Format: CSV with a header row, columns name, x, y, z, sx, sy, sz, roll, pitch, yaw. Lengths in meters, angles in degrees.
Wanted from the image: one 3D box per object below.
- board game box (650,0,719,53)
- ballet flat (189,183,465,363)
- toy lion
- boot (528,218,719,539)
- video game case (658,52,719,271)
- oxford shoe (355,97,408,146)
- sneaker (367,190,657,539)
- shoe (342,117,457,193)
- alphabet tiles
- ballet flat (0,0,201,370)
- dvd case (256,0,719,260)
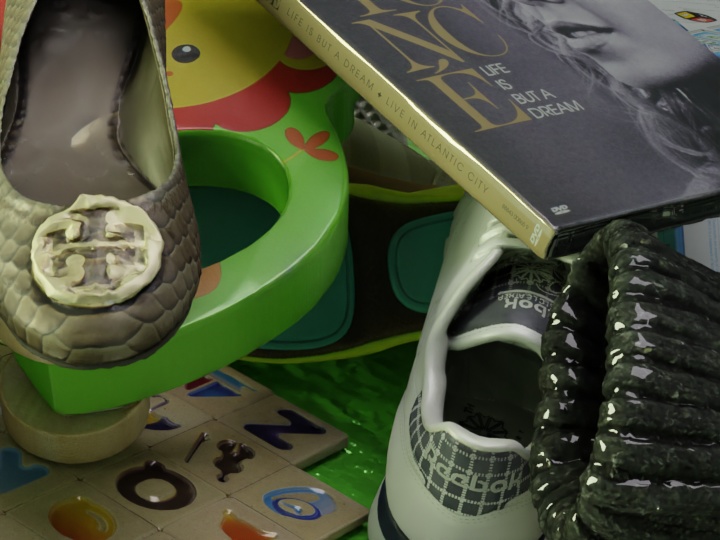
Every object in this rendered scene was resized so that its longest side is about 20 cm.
name,x,y,z,sx,sy,sz,roll,pitch,yaw
board game box,0.205,-0.085,0.993,0.199,0.035,0.126,3,21,-15
ballet flat,0.000,0.000,0.818,0.199,0.067,0.067,-1,-6,-6
toy lion,-0.072,-0.052,0.768,0.191,0.069,0.200,-26,52,-24
boot,0.130,0.024,0.679,0.157,0.080,0.211,14,26,-3
video game case,0.201,-0.005,0.867,0.199,0.144,0.018,3,-13,-22
oxford shoe,-0.077,-0.057,0.903,0.199,0.076,0.058,6,-2,-18
sneaker,0.057,0.006,0.728,0.076,0.081,0.200,12,52,6
shoe,-0.040,-0.036,0.865,0.199,0.070,0.053,18,35,-13
alphabet tiles,-0.099,0.059,0.709,0.166,0.006,0.200,27,27,27
ballet flat,-0.081,-0.051,0.692,0.067,0.046,0.200,2,43,-7
dvd case,0.049,-0.079,0.774,0.148,0.016,0.200,-13,45,-41
